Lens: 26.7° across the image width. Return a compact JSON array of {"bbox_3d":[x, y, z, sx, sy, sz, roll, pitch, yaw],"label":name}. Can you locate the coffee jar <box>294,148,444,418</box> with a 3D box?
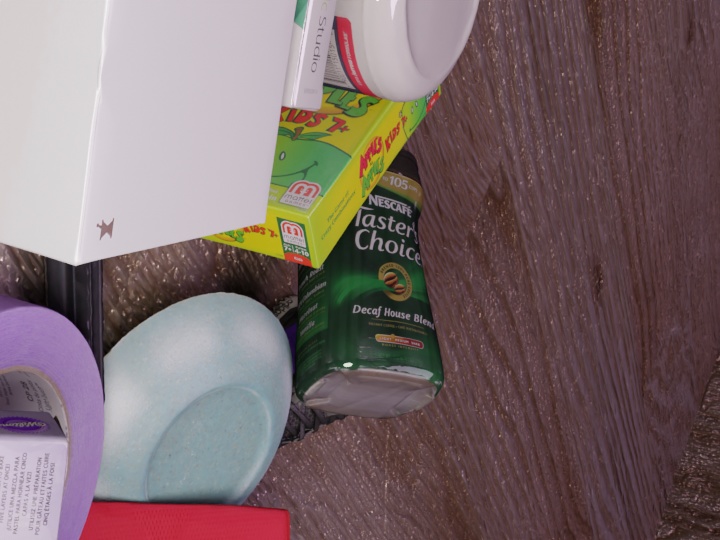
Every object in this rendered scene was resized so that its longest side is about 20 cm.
[{"bbox_3d":[0.000,0.000,1.105,0.085,0.103,0.202,-44,-136,50],"label":"coffee jar"}]

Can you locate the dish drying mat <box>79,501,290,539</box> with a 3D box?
[{"bbox_3d":[-0.131,0.185,0.952,0.198,0.018,0.078,8,73,-34],"label":"dish drying mat"}]

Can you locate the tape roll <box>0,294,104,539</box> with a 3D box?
[{"bbox_3d":[-0.218,0.110,0.800,0.200,0.065,0.202,-43,140,-51],"label":"tape roll"}]

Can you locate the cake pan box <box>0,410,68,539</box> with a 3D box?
[{"bbox_3d":[-0.234,0.159,0.677,0.182,0.052,0.203,7,98,-23],"label":"cake pan box"}]

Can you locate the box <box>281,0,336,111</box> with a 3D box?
[{"bbox_3d":[-0.100,-0.168,0.738,0.036,0.198,0.146,-12,114,-68],"label":"box"}]

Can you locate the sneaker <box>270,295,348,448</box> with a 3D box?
[{"bbox_3d":[-0.050,0.091,1.126,0.201,0.098,0.070,-52,146,-43],"label":"sneaker"}]

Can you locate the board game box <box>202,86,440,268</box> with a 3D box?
[{"bbox_3d":[-0.030,-0.094,1.065,0.201,0.100,0.048,-56,149,-38],"label":"board game box"}]

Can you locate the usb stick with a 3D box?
[{"bbox_3d":[-0.166,-0.011,0.869,0.032,0.055,0.203,-10,118,-26],"label":"usb stick"}]

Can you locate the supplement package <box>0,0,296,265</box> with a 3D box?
[{"bbox_3d":[-0.149,-0.107,0.659,0.150,0.198,0.154,-16,119,-63],"label":"supplement package"}]

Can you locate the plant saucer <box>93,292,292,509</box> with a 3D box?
[{"bbox_3d":[-0.110,0.114,0.997,0.200,0.039,0.203,-28,134,-33],"label":"plant saucer"}]

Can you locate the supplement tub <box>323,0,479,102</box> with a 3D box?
[{"bbox_3d":[-0.040,-0.181,0.867,0.140,0.198,0.142,-45,143,-50],"label":"supplement tub"}]
